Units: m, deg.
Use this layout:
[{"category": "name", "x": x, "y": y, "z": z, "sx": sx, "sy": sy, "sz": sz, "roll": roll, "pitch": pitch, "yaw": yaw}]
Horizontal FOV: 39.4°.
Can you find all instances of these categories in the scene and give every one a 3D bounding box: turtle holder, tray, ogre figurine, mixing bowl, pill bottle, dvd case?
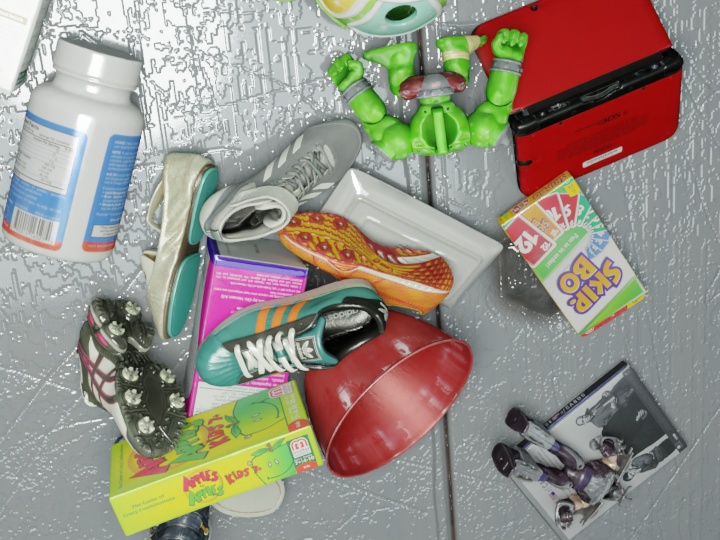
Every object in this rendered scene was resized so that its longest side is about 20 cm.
[{"category": "turtle holder", "x": 0.009, "y": -0.302, "z": 0.977, "sx": 0.185, "sy": 0.132, "sz": 0.141, "roll": 18, "pitch": 103, "yaw": -17}, {"category": "tray", "x": 0.048, "y": -0.027, "z": 1.106, "sx": 0.200, "sy": 0.022, "sz": 0.107, "roll": 26, "pitch": 124, "yaw": -18}, {"category": "ogre figurine", "x": 0.074, "y": -0.177, "z": 1.041, "sx": 0.199, "sy": 0.098, "sz": 0.120, "roll": -8, "pitch": 93, "yaw": -14}, {"category": "mixing bowl", "x": 0.014, "y": 0.116, "z": 1.095, "sx": 0.200, "sy": 0.108, "sz": 0.200, "roll": -30, "pitch": 148, "yaw": -21}, {"category": "pill bottle", "x": -0.275, "y": -0.118, "z": 0.984, "sx": 0.112, "sy": 0.112, "sz": 0.201, "roll": 14, "pitch": 103, "yaw": -16}, {"category": "dvd case", "x": 0.290, "y": 0.227, "z": 1.253, "sx": 0.200, "sy": 0.025, "sz": 0.150, "roll": -38, "pitch": 110, "yaw": 2}]

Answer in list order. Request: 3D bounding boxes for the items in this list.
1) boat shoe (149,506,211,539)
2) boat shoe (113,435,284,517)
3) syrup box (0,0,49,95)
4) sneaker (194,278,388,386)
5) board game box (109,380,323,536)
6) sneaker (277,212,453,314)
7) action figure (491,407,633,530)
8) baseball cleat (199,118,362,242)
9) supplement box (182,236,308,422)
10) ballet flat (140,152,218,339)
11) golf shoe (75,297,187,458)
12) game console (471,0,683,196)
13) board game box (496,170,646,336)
[{"category": "boat shoe", "x": -0.201, "y": 0.296, "z": 1.085, "sx": 0.071, "sy": 0.091, "sz": 0.200, "roll": 11, "pitch": 144, "yaw": -5}, {"category": "boat shoe", "x": -0.181, "y": 0.227, "z": 1.131, "sx": 0.200, "sy": 0.062, "sz": 0.075, "roll": 18, "pitch": 84, "yaw": -24}, {"category": "syrup box", "x": -0.329, "y": -0.276, "z": 0.941, "sx": 0.081, "sy": 0.079, "sz": 0.200, "roll": 20, "pitch": 101, "yaw": -16}, {"category": "sneaker", "x": -0.068, "y": 0.067, "z": 0.991, "sx": 0.200, "sy": 0.080, "sz": 0.072, "roll": -23, "pitch": 111, "yaw": -6}, {"category": "board game box", "x": -0.145, "y": 0.183, "z": 0.999, "sx": 0.199, "sy": 0.102, "sz": 0.048, "roll": -19, "pitch": 113, "yaw": -5}, {"category": "sneaker", "x": 0.000, "y": 0.000, "z": 1.071, "sx": 0.200, "sy": 0.073, "sz": 0.077, "roll": 24, "pitch": 135, "yaw": -13}, {"category": "action figure", "x": 0.250, "y": 0.241, "z": 1.201, "sx": 0.200, "sy": 0.069, "sz": 0.130, "roll": 28, "pitch": 90, "yaw": -22}, {"category": "baseball cleat", "x": -0.067, "y": -0.084, "z": 1.026, "sx": 0.200, "sy": 0.106, "sz": 0.070, "roll": -37, "pitch": 117, "yaw": -12}, {"category": "supplement box", "x": -0.128, "y": 0.072, "z": 1.077, "sx": 0.103, "sy": 0.101, "sz": 0.201, "roll": 9, "pitch": 105, "yaw": -15}, {"category": "ballet flat", "x": -0.199, "y": -0.028, "z": 1.063, "sx": 0.062, "sy": 0.067, "sz": 0.201, "roll": 17, "pitch": 100, "yaw": 12}, {"category": "golf shoe", "x": -0.239, "y": 0.121, "z": 1.030, "sx": 0.077, "sy": 0.200, "sz": 0.088, "roll": 14, "pitch": 125, "yaw": -41}, {"category": "game console", "x": 0.240, "y": -0.205, "z": 1.117, "sx": 0.200, "sy": 0.119, "sz": 0.173, "roll": -23, "pitch": 141, "yaw": -4}, {"category": "board game box", "x": 0.249, "y": -0.010, "z": 1.160, "sx": 0.095, "sy": 0.030, "sz": 0.200, "roll": -35, "pitch": 118, "yaw": 9}]
